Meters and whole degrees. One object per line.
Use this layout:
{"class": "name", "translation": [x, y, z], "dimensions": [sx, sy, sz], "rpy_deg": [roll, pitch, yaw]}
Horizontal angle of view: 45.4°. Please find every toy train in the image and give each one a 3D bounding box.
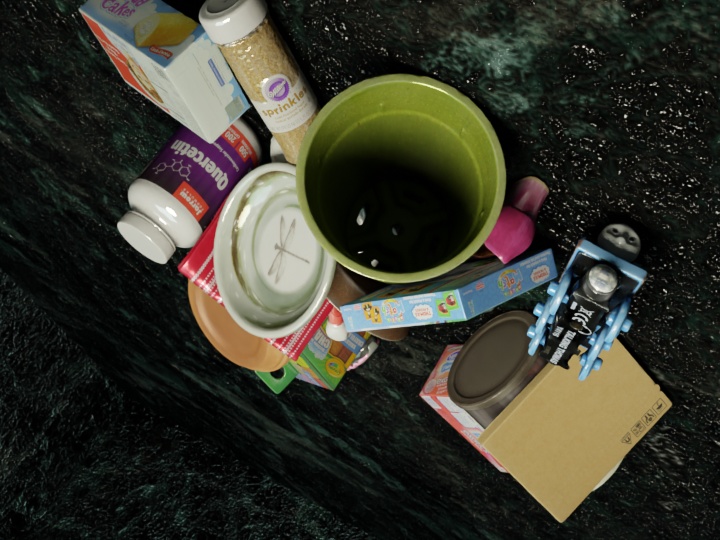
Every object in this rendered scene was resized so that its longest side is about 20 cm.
{"class": "toy train", "translation": [0.227, 0.028, 0.864], "dimensions": [0.086, 0.115, 0.201], "rpy_deg": [26, 156, 12]}

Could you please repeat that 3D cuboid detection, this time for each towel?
{"class": "towel", "translation": [-0.116, 0.000, 1.096], "dimensions": [0.199, 0.146, 0.022], "rpy_deg": [39, 173, -15]}

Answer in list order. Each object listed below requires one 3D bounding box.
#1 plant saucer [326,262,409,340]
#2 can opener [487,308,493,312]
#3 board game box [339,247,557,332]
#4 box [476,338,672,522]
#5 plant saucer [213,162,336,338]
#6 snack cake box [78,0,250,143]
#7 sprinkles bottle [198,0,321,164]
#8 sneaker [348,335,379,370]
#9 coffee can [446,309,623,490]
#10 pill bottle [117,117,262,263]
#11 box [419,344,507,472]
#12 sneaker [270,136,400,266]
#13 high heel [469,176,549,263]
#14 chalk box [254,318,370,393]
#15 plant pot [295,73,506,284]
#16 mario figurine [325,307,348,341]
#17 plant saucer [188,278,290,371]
{"class": "plant saucer", "translation": [0.000, 0.000, 1.096], "dimensions": [0.200, 0.201, 0.034], "rpy_deg": [41, 114, -12]}
{"class": "can opener", "translation": [0.116, 0.035, 1.132], "dimensions": [0.065, 0.054, 0.199], "rpy_deg": [6, 171, -25]}
{"class": "board game box", "translation": [0.093, 0.023, 0.945], "dimensions": [0.198, 0.150, 0.037], "rpy_deg": [-10, 99, 53]}
{"class": "box", "translation": [0.255, 0.177, 1.015], "dimensions": [0.163, 0.200, 0.021], "rpy_deg": [44, 180, -21]}
{"class": "plant saucer", "translation": [-0.091, -0.023, 1.011], "dimensions": [0.198, 0.204, 0.050], "rpy_deg": [15, -173, 40]}
{"class": "snack cake box", "translation": [-0.224, -0.241, 0.977], "dimensions": [0.199, 0.067, 0.116], "rpy_deg": [37, 165, 35]}
{"class": "sprinkles bottle", "translation": [-0.095, -0.207, 0.921], "dimensions": [0.067, 0.069, 0.201], "rpy_deg": [15, 150, 38]}
{"class": "sneaker", "translation": [-0.051, 0.108, 1.470], "dimensions": [0.198, 0.079, 0.096], "rpy_deg": [3, 130, 50]}
{"class": "coffee can", "translation": [0.227, 0.171, 1.097], "dimensions": [0.200, 0.147, 0.146], "rpy_deg": [43, 156, -21]}
{"class": "pill bottle", "translation": [-0.220, -0.111, 1.106], "dimensions": [0.111, 0.201, 0.113], "rpy_deg": [28, 157, 13]}
{"class": "box", "translation": [0.198, 0.206, 1.267], "dimensions": [0.200, 0.095, 0.102], "rpy_deg": [44, 156, -19]}
{"class": "sneaker", "translation": [-0.023, -0.104, 1.034], "dimensions": [0.200, 0.078, 0.099], "rpy_deg": [47, 128, -3]}
{"class": "high heel", "translation": [0.129, -0.025, 0.919], "dimensions": [0.067, 0.097, 0.200], "rpy_deg": [38, 157, -11]}
{"class": "chalk box", "translation": [-0.079, 0.090, 1.294], "dimensions": [0.123, 0.201, 0.125], "rpy_deg": [8, 146, 46]}
{"class": "plant pot", "translation": [0.039, -0.067, 0.887], "dimensions": [0.198, 0.202, 0.190], "rpy_deg": [31, 169, 8]}
{"class": "mario figurine", "translation": [-0.042, 0.015, 1.202], "dimensions": [0.198, 0.124, 0.107], "rpy_deg": [26, -157, -32]}
{"class": "plant saucer", "translation": [-0.172, 0.056, 1.184], "dimensions": [0.198, 0.037, 0.203], "rpy_deg": [24, 131, 30]}
